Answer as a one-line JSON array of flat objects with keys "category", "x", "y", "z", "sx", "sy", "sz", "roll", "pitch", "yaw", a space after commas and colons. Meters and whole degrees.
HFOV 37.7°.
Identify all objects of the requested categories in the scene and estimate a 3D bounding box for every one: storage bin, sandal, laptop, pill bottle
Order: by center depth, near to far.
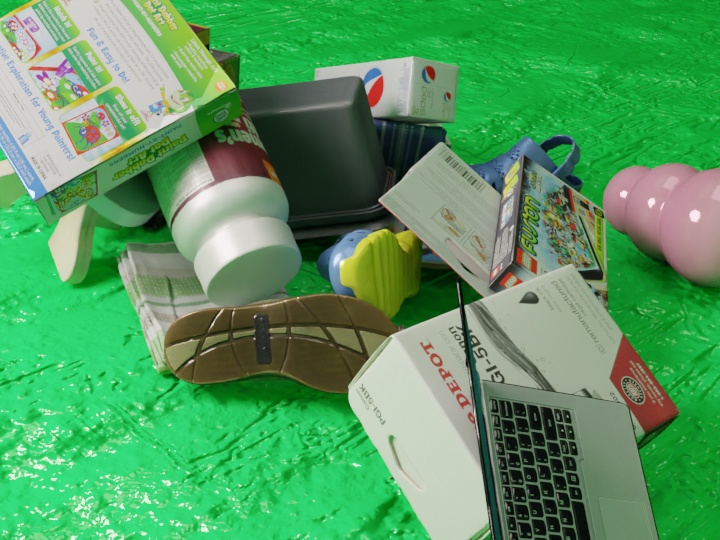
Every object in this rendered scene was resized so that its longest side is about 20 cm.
[{"category": "laptop", "x": 0.127, "y": 0.128, "z": 0.620, "sx": 0.198, "sy": 0.116, "sz": 0.189, "roll": 11, "pitch": 54, "yaw": -22}, {"category": "sandal", "x": -0.060, "y": 0.062, "z": 0.865, "sx": 0.198, "sy": 0.081, "sz": 0.054, "roll": -1, "pitch": -8, "yaw": 7}, {"category": "sandal", "x": 0.000, "y": 0.000, "z": 0.958, "sx": 0.086, "sy": 0.080, "sz": 0.200, "roll": 3, "pitch": 1, "yaw": 13}, {"category": "pill bottle", "x": -0.130, "y": -0.074, "z": 0.959, "sx": 0.109, "sy": 0.110, "sz": 0.201, "roll": -11, "pitch": 60, "yaw": -29}, {"category": "storage bin", "x": -0.064, "y": -0.124, "z": 1.104, "sx": 0.198, "sy": 0.135, "sz": 0.146, "roll": -4, "pitch": 29, "yaw": 11}, {"category": "sandal", "x": 0.182, "y": -0.117, "z": 1.220, "sx": 0.198, "sy": 0.088, "sz": 0.079, "roll": -5, "pitch": 29, "yaw": -33}]

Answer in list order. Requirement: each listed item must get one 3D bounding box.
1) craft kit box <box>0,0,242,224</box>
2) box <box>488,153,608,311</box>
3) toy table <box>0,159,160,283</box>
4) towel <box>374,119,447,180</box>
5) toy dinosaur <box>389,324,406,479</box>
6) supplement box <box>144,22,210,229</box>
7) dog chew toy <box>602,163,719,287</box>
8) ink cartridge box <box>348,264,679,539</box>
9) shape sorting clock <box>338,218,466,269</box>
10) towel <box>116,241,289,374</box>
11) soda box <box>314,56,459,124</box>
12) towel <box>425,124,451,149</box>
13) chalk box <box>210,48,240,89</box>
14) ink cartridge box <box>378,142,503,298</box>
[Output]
[{"category": "craft kit box", "x": -0.237, "y": -0.168, "z": 0.928, "sx": 0.197, "sy": 0.049, "sz": 0.201, "roll": -32, "pitch": 65, "yaw": -11}, {"category": "box", "x": 0.181, "y": -0.022, "z": 0.995, "sx": 0.110, "sy": 0.035, "sz": 0.201, "roll": 33, "pitch": 34, "yaw": -11}, {"category": "toy table", "x": -0.276, "y": -0.097, "z": 1.015, "sx": 0.183, "sy": 0.117, "sz": 0.201, "roll": 22, "pitch": 36, "yaw": -42}, {"category": "towel", "x": -0.003, "y": -0.138, "z": 1.220, "sx": 0.198, "sy": 0.145, "sz": 0.024, "roll": 5, "pitch": 72, "yaw": -1}, {"category": "toy dinosaur", "x": 0.066, "y": 0.107, "z": 0.849, "sx": 0.105, "sy": 0.061, "sz": 0.200, "roll": -25, "pitch": 25, "yaw": 3}, {"category": "supplement box", "x": -0.242, "y": -0.166, "z": 1.128, "sx": 0.130, "sy": 0.202, "sz": 0.103, "roll": 16, "pitch": 29, "yaw": 20}, {"category": "dog chew toy", "x": 0.344, "y": -0.060, "z": 1.135, "sx": 0.124, "sy": 0.126, "sz": 0.199, "roll": -14, "pitch": 26, "yaw": -32}, {"category": "ink cartridge box", "x": 0.113, "y": 0.097, "z": 0.770, "sx": 0.199, "sy": 0.083, "sz": 0.147, "roll": -19, "pitch": 66, "yaw": -38}, {"category": "shape sorting clock", "x": 0.060, "y": -0.053, "z": 1.148, "sx": 0.198, "sy": 0.040, "sz": 0.201, "roll": 4, "pitch": 28, "yaw": -2}, {"category": "towel", "x": -0.136, "y": 0.024, "z": 0.975, "sx": 0.148, "sy": 0.031, "sz": 0.200, "roll": -7, "pitch": 31, "yaw": -21}, {"category": "soda box", "x": 0.023, "y": -0.200, "z": 1.199, "sx": 0.068, "sy": 0.064, "sz": 0.199, "roll": 3, "pitch": 4, "yaw": -34}, {"category": "towel", "x": 0.011, "y": -0.169, "z": 1.344, "sx": 0.198, "sy": 0.031, "sz": 0.149, "roll": 3, "pitch": 19, "yaw": -3}, {"category": "chalk box", "x": -0.226, "y": -0.204, "z": 1.288, "sx": 0.123, "sy": 0.125, "sz": 0.200, "roll": 16, "pitch": 29, "yaw": 21}, {"category": "ink cartridge box", "x": 0.111, "y": -0.018, "z": 0.992, "sx": 0.200, "sy": 0.044, "sz": 0.174, "roll": 42, "pitch": 35, "yaw": 3}]
